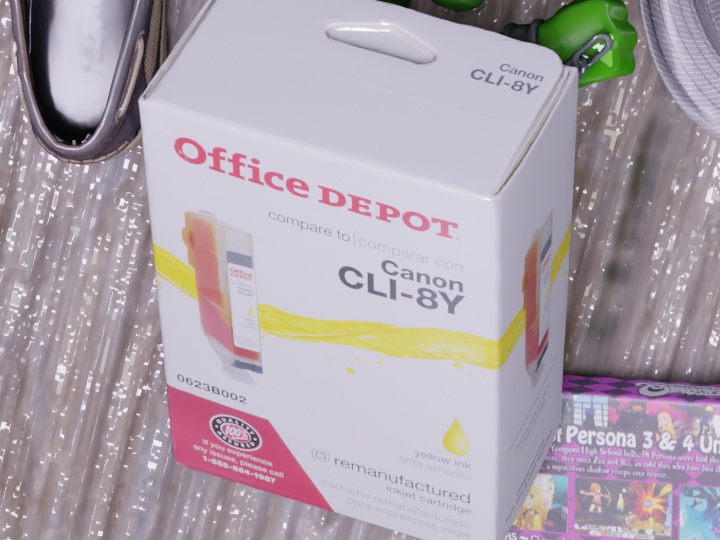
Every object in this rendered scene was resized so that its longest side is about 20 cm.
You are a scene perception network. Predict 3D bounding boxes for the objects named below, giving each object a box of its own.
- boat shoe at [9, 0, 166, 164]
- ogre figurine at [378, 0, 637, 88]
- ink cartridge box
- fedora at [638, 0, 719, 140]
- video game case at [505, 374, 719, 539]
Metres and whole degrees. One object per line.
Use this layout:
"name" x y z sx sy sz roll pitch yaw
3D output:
"boat shoe" -0.106 -0.138 1.144 0.074 0.073 0.201 -3 103 1
"ogre figurine" 0.009 -0.122 1.134 0.200 0.098 0.120 44 109 -1
"ink cartridge box" 0.000 0.000 1.105 0.145 0.084 0.200 16 137 17
"fedora" 0.200 -0.129 1.138 0.176 0.090 0.201 12 102 -3
"video game case" 0.137 0.137 1.200 0.199 0.036 0.182 3 103 17
